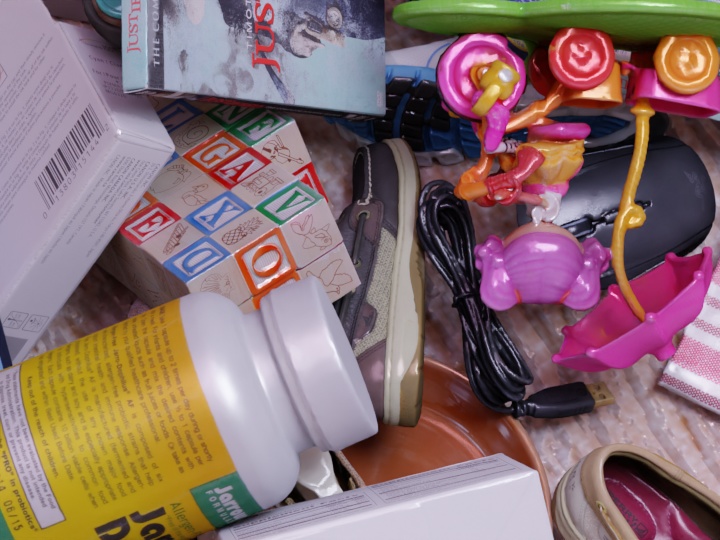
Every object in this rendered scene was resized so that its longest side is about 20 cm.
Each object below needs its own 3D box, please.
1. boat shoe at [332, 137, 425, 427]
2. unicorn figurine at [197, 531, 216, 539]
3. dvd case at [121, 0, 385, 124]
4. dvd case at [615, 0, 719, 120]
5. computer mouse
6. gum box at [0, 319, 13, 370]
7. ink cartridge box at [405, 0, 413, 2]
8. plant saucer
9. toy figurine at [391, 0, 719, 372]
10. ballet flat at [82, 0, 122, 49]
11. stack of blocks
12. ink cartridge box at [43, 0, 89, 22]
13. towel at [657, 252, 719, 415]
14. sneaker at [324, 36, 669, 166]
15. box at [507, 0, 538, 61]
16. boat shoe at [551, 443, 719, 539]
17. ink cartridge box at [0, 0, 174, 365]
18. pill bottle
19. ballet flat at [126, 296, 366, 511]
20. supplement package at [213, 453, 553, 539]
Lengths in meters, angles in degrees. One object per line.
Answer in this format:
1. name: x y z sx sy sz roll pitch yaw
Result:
1. boat shoe: 0.000 0.001 1.563 0.066 0.072 0.201 2 45 -5
2. unicorn figurine: -0.137 0.148 1.507 0.137 0.074 0.200 -47 44 15
3. dvd case: -0.053 -0.157 1.516 0.022 0.200 0.146 -3 86 38
4. dvd case: 0.198 -0.162 1.651 0.146 0.022 0.200 16 45 5
5. computer mouse: 0.132 0.002 1.570 0.200 0.046 0.141 -13 86 -32
6. gum box: -0.288 0.028 1.538 0.200 0.045 0.170 -29 62 21
7. ink cartridge box: 0.049 -0.256 1.733 0.094 0.044 0.200 -13 64 -4
8. plant saucer: 0.002 0.136 1.538 0.200 0.032 0.201 -1 62 1
9. toy figurine: 0.112 -0.041 1.490 0.199 0.150 0.185 3 87 -10
10. ballet flat: -0.118 -0.207 1.535 0.068 0.068 0.201 5 72 4
11. stack of blocks: -0.079 -0.034 1.555 0.115 0.059 0.200 -33 33 -15
12. ink cartridge box: -0.120 -0.202 1.649 0.199 0.147 0.086 9 68 6
13. towel: 0.269 0.012 1.604 0.146 0.030 0.200 24 68 12
14. sneaker: 0.072 -0.112 1.651 0.199 0.075 0.087 2 55 -7
15. box: 0.068 -0.204 1.613 0.121 0.032 0.200 41 42 -20
16. boat shoe: 0.186 0.163 1.492 0.200 0.066 0.074 36 66 6
17. ink cartridge box: -0.199 -0.055 1.562 0.045 0.200 0.176 12 36 -44
18. pill bottle: -0.098 0.078 1.419 0.200 0.113 0.113 -22 64 4
19. ballet flat: -0.055 0.071 1.517 0.068 0.067 0.200 -35 67 -17
20. supplement package: 0.027 0.206 1.412 0.155 0.111 0.201 -13 93 -6
